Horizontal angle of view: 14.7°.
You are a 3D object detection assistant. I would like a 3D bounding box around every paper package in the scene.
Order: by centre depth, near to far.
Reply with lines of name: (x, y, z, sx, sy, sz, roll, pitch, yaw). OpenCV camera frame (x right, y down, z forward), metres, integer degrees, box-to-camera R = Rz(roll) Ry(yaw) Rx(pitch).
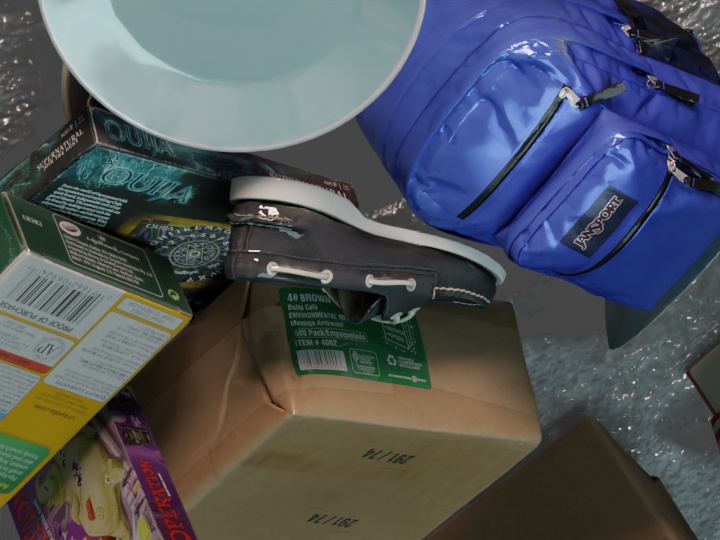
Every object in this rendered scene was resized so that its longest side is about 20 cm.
paper package: (-0.023, 0.092, 1.669, 0.200, 0.104, 0.191, 9, 143, -37)
paper package: (0.139, 0.235, 1.876, 0.200, 0.191, 0.103, -38, 138, 8)

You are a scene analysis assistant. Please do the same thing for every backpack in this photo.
backpack: (0.113, -0.080, 1.579, 0.200, 0.168, 0.163, 24, 112, -35)

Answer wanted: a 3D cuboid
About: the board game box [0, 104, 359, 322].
board game box: (-0.116, -0.027, 1.569, 0.200, 0.028, 0.135, 15, 139, -44)

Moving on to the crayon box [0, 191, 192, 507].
crayon box: (-0.206, 0.055, 1.542, 0.200, 0.052, 0.126, -45, 138, 21)

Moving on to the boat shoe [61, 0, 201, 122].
boat shoe: (-0.098, -0.137, 1.478, 0.072, 0.061, 0.201, 9, 126, -36)

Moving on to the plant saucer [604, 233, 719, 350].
plant saucer: (0.204, -0.039, 1.699, 0.039, 0.201, 0.201, 39, 112, -2)

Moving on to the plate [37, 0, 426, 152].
plate: (-0.065, -0.152, 1.419, 0.200, 0.026, 0.200, 0, 123, 1)

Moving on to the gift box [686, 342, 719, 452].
gift box: (0.358, 0.098, 1.876, 0.185, 0.200, 0.187, -47, 135, 12)

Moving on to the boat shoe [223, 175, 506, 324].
boat shoe: (0.000, 0.000, 1.557, 0.200, 0.076, 0.060, 18, 78, -37)

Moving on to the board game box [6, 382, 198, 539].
board game box: (-0.157, 0.131, 1.606, 0.032, 0.200, 0.120, 6, 128, -32)
